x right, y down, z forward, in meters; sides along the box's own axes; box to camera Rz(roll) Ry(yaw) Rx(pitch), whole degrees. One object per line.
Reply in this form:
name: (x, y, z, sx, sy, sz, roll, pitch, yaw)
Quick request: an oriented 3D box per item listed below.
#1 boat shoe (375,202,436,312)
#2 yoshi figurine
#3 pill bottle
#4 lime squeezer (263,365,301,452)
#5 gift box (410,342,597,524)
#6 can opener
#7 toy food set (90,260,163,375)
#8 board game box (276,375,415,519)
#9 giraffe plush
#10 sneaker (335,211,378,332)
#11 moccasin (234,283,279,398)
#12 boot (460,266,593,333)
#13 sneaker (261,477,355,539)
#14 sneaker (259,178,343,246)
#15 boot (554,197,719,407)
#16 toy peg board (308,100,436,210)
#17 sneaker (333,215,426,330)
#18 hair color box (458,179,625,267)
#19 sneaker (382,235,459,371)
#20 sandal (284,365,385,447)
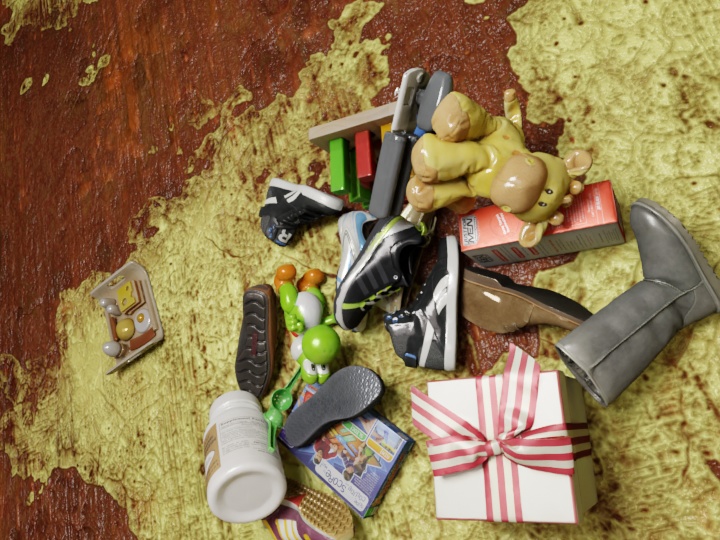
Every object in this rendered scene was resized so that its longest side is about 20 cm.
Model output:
boat shoe: (0.079, -0.027, 0.908, 0.063, 0.073, 0.200, 29, 104, 26)
yoshi figurine: (-0.076, 0.079, 0.936, 0.112, 0.112, 0.200, -18, 61, 3)
pill bottle: (-0.188, 0.283, 0.919, 0.114, 0.114, 0.200, -52, 28, 9)
lime squeezer: (-0.123, 0.221, 0.936, 0.071, 0.038, 0.200, -25, 26, 30)
gift box: (0.178, 0.201, 0.721, 0.184, 0.187, 0.200, -16, 72, 26)
can opener: (0.058, -0.157, 0.743, 0.066, 0.053, 0.200, 35, 122, 33)
toy food set: (-0.497, 0.098, 1.213, 0.143, 0.060, 0.200, -33, 64, 20)
board game box: (-0.029, 0.266, 0.913, 0.200, 0.034, 0.135, 32, 95, 33)
giraffe plush: (0.180, -0.116, 0.722, 0.162, 0.200, 0.173, 47, 144, 34)
sneaker: (0.000, 0.000, 0.945, 0.072, 0.072, 0.200, -4, 81, 16)
moccasin: (-0.177, 0.123, 1.014, 0.074, 0.078, 0.202, 2, 98, 15)
boot: (0.226, 0.058, 0.807, 0.200, 0.074, 0.076, 21, 105, 38)
sneaker: (-0.082, 0.390, 0.892, 0.200, 0.075, 0.090, 9, 102, 47)
sneaker: (-0.107, -0.089, 1.008, 0.200, 0.073, 0.112, 23, 94, 52)
boot: (0.317, 0.037, 0.703, 0.200, 0.073, 0.182, -35, 85, 5)
toy peg board: (0.059, -0.157, 0.871, 0.199, 0.200, 0.098, -9, 78, 28)
sneaker: (0.031, 0.012, 0.851, 0.083, 0.072, 0.200, 33, 106, 26)
hair color box: (0.245, -0.058, 0.795, 0.200, 0.101, 0.061, -11, 72, 27)
sneaker: (0.089, 0.045, 0.861, 0.112, 0.073, 0.200, 1, 80, 11)
sandal: (-0.038, 0.206, 0.895, 0.200, 0.043, 0.076, -36, 54, 30)
